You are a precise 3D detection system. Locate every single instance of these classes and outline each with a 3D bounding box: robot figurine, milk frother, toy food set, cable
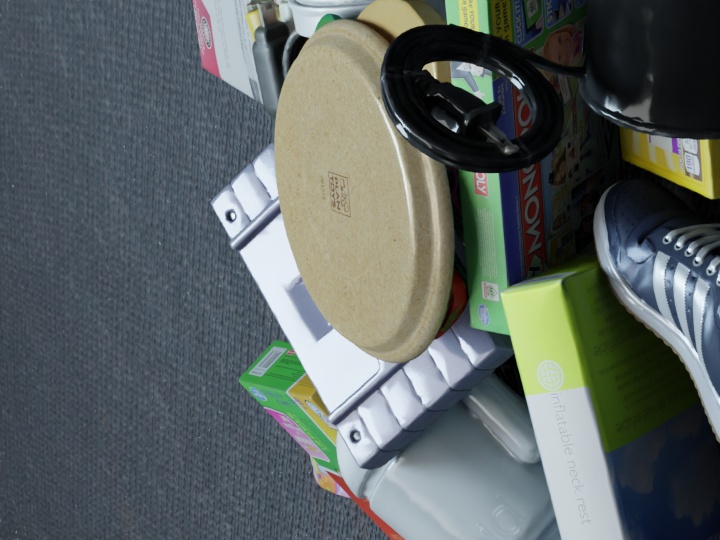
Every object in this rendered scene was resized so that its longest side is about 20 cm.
[{"bbox_3d":[0.066,0.123,1.724,0.200,0.113,0.170,40,140,13],"label":"robot figurine"},{"bbox_3d":[0.112,-0.156,1.296,0.180,0.200,0.189,14,124,28],"label":"milk frother"},{"bbox_3d":[0.007,-0.048,1.569,0.198,0.048,0.201,-12,90,64],"label":"toy food set"},{"bbox_3d":[-0.027,-0.089,1.749,0.097,0.050,0.201,8,115,46],"label":"cable"}]

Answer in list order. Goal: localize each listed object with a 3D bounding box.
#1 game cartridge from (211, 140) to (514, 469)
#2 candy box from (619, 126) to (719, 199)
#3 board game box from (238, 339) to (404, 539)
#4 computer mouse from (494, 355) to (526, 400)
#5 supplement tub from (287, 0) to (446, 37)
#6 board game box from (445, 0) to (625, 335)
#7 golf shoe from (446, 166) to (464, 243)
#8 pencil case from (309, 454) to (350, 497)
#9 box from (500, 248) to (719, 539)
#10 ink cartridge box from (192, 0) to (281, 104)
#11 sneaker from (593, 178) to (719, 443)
[{"bbox_3d":[0.000,0.000,1.674,0.130,0.038,0.200,-44,64,32],"label":"game cartridge"},{"bbox_3d":[0.158,-0.144,1.465,0.102,0.026,0.201,-145,44,-64],"label":"candy box"},{"bbox_3d":[0.020,0.133,1.873,0.200,0.040,0.153,47,167,-15],"label":"board game box"},{"bbox_3d":[0.057,0.033,1.840,0.200,0.053,0.139,-22,88,60],"label":"computer mouse"},{"bbox_3d":[0.005,-0.245,1.625,0.145,0.144,0.201,-155,52,-64],"label":"supplement tub"},{"bbox_3d":[0.098,-0.083,1.522,0.029,0.135,0.201,12,121,31],"label":"board game box"},{"bbox_3d":[0.043,-0.086,1.738,0.073,0.092,0.200,-63,38,28],"label":"golf shoe"},{"bbox_3d":[-0.005,0.057,1.973,0.087,0.087,0.201,-151,49,-63],"label":"pencil case"},{"bbox_3d":[0.147,0.091,1.532,0.048,0.122,0.201,-10,97,36],"label":"box"},{"bbox_3d":[-0.045,-0.189,1.890,0.200,0.084,0.146,-142,41,-61],"label":"ink cartridge box"},{"bbox_3d":[0.189,0.003,1.431,0.109,0.070,0.200,102,146,-49],"label":"sneaker"}]
